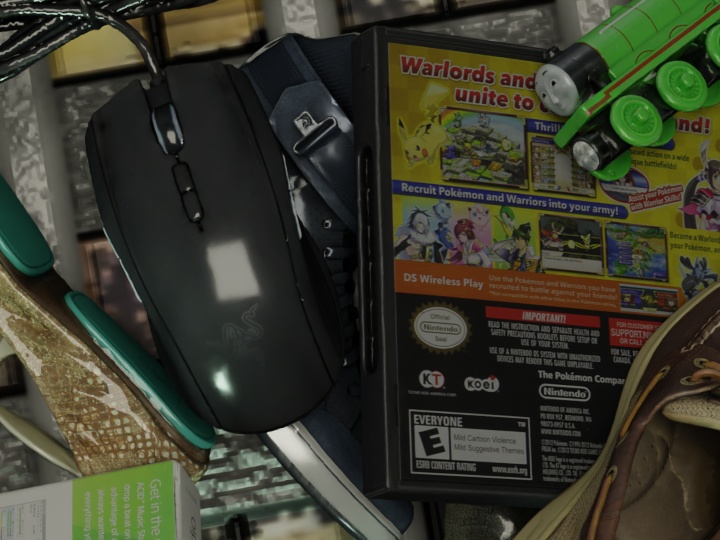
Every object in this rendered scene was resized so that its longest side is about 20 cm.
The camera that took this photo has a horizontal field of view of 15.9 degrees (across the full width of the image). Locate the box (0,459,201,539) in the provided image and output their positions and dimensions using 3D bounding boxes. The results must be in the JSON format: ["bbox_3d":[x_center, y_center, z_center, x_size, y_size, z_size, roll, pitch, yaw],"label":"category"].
[{"bbox_3d":[-0.156,0.161,0.999,0.198,0.036,0.145,-12,58,12],"label":"box"}]

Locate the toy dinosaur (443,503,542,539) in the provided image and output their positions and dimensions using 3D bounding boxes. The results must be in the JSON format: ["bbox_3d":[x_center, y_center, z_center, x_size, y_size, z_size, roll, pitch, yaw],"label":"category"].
[{"bbox_3d":[0.071,0.099,1.038,0.102,0.077,0.201,20,87,-14],"label":"toy dinosaur"}]

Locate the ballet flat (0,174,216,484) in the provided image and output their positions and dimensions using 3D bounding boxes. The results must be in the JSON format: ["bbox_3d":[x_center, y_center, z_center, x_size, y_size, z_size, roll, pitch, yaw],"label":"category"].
[{"bbox_3d":[-0.142,0.019,1.050,0.065,0.070,0.200,-40,82,9],"label":"ballet flat"}]

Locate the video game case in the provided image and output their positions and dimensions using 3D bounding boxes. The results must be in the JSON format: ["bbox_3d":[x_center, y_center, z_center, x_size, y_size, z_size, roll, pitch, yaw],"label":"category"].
[{"bbox_3d":[0.090,0.004,1.023,0.199,0.025,0.182,5,75,-26],"label":"video game case"}]

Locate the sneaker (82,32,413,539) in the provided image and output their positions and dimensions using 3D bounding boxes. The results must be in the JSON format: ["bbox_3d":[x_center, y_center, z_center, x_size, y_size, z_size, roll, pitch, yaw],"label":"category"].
[{"bbox_3d":[0.000,-0.001,1.047,0.146,0.077,0.203,-33,84,-2],"label":"sneaker"}]

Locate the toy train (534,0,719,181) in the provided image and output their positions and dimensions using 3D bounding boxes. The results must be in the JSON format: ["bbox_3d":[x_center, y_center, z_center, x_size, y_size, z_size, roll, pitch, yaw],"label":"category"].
[{"bbox_3d":[0.144,-0.104,1.044,0.200,0.042,0.056,-36,82,-32],"label":"toy train"}]

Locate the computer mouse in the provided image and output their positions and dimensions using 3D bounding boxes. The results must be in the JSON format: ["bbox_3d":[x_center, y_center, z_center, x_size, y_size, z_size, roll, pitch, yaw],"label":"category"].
[{"bbox_3d":[-0.092,-0.028,0.987,0.139,0.046,0.201,-16,82,3],"label":"computer mouse"}]

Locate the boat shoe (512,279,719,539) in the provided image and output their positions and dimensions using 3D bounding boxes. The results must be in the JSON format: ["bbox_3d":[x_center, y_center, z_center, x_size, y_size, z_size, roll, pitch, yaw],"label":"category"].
[{"bbox_3d":[0.128,0.069,0.968,0.072,0.072,0.200,50,59,-8],"label":"boat shoe"}]
